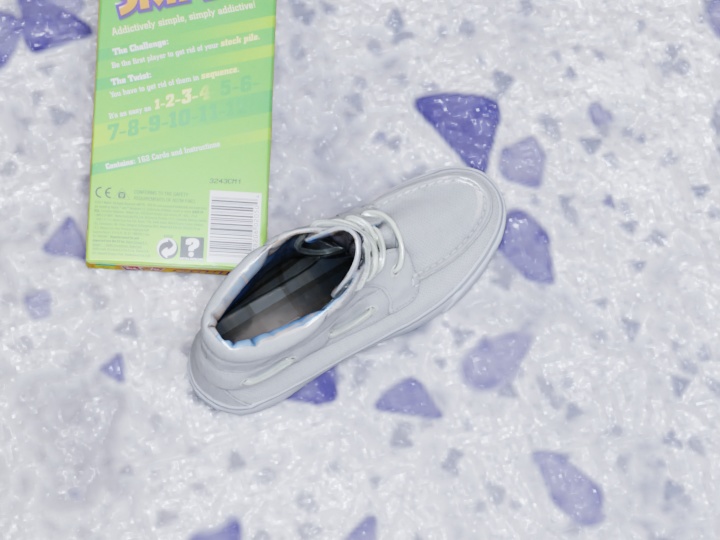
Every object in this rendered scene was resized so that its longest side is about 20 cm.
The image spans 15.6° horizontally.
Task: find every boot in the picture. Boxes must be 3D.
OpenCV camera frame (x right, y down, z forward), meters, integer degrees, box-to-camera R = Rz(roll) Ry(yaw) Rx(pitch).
[{"bbox_3d":[0.000,0.000,1.358,0.200,0.096,0.074,-37,78,-17],"label":"boot"}]

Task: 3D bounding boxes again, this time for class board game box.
[{"bbox_3d":[-0.094,-0.098,1.404,0.095,0.030,0.200,3,82,-6],"label":"board game box"}]
